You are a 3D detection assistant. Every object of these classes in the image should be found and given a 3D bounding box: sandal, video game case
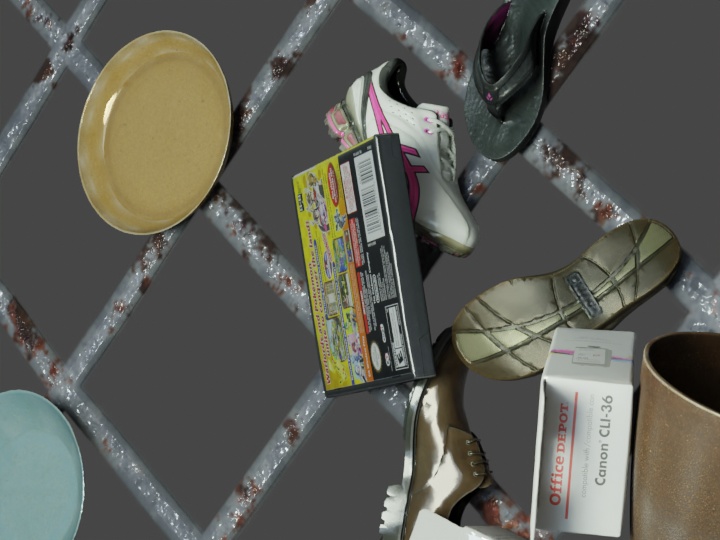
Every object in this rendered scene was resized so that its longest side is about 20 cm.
[{"bbox_3d":[0.169,0.026,1.444,0.200,0.055,0.082,-34,69,11],"label":"sandal"},{"bbox_3d":[0.000,0.000,1.515,0.181,0.025,0.201,-19,79,64],"label":"video game case"},{"bbox_3d":[0.127,-0.193,1.508,0.075,0.048,0.201,17,92,37],"label":"sandal"}]

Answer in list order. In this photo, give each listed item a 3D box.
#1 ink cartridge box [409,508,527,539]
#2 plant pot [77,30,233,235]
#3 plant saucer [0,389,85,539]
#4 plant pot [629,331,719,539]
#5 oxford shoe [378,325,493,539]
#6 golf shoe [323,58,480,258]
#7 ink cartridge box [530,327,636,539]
[{"bbox_3d":[0.123,0.276,1.413,0.199,0.067,0.118,24,97,31],"label":"ink cartridge box"},{"bbox_3d":[-0.195,-0.132,1.748,0.199,0.027,0.201,-6,79,35],"label":"plant pot"},{"bbox_3d":[-0.334,0.220,1.783,0.200,0.039,0.202,-8,77,35],"label":"plant saucer"},{"bbox_3d":[0.266,0.173,1.281,0.187,0.187,0.201,27,113,36],"label":"plant pot"},{"bbox_3d":[0.076,0.147,1.486,0.084,0.073,0.201,9,89,19],"label":"oxford shoe"},{"bbox_3d":[0.047,-0.098,1.536,0.092,0.072,0.200,-47,59,19],"label":"golf shoe"},{"bbox_3d":[0.165,0.121,1.318,0.067,0.200,0.117,4,102,10],"label":"ink cartridge box"}]
